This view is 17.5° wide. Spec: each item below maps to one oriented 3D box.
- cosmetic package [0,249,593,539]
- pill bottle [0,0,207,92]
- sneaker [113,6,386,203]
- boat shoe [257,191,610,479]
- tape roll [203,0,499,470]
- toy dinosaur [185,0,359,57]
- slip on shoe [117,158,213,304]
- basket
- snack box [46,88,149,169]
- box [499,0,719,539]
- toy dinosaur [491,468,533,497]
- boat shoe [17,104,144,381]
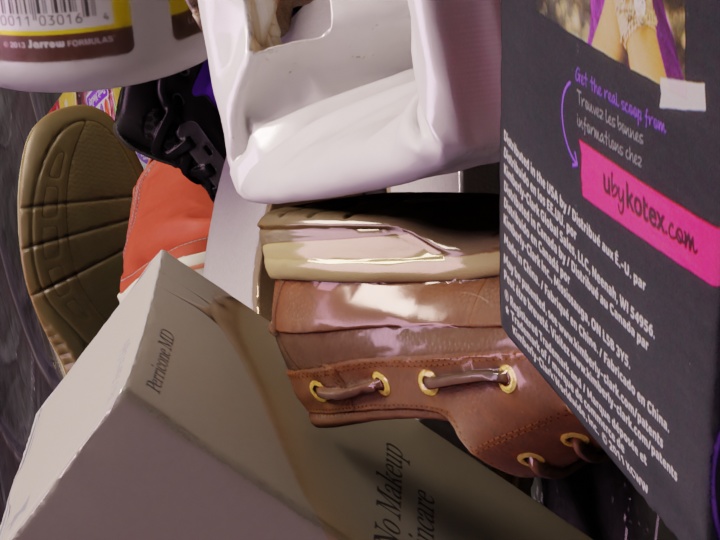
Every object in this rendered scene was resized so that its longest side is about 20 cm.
[{"bbox_3d":[-0.001,0.092,0.682,0.073,0.200,0.104,-50,14,19],"label":"cosmetic package"},{"bbox_3d":[-0.104,-0.171,0.819,0.109,0.109,0.201,-135,36,-61],"label":"pill bottle"},{"bbox_3d":[-0.049,-0.053,0.943,0.070,0.099,0.201,170,86,-73],"label":"sneaker"},{"bbox_3d":[0.056,0.018,0.598,0.200,0.072,0.068,5,101,43],"label":"boat shoe"},{"bbox_3d":[0.000,0.000,0.804,0.203,0.037,0.204,-27,59,58],"label":"tape roll"},{"bbox_3d":[-0.008,-0.139,0.744,0.201,0.135,0.086,62,180,18],"label":"toy dinosaur"},{"bbox_3d":[-0.077,-0.023,1.043,0.200,0.074,0.061,-90,-19,-76],"label":"slip on shoe"},{"bbox_3d":[0.035,-0.096,0.613,0.200,0.123,0.136,179,80,-74],"label":"basket"},{"bbox_3d":[-0.123,-0.039,1.280,0.200,0.053,0.143,150,107,-72],"label":"snack box"},{"bbox_3d":[0.098,-0.061,0.429,0.106,0.122,0.201,-127,31,-57],"label":"box"},{"bbox_3d":[0.041,0.066,0.803,0.101,0.058,0.201,139,119,-69],"label":"toy dinosaur"},{"bbox_3d":[-0.129,0.019,1.149,0.066,0.071,0.202,-168,63,-71],"label":"boat shoe"}]
